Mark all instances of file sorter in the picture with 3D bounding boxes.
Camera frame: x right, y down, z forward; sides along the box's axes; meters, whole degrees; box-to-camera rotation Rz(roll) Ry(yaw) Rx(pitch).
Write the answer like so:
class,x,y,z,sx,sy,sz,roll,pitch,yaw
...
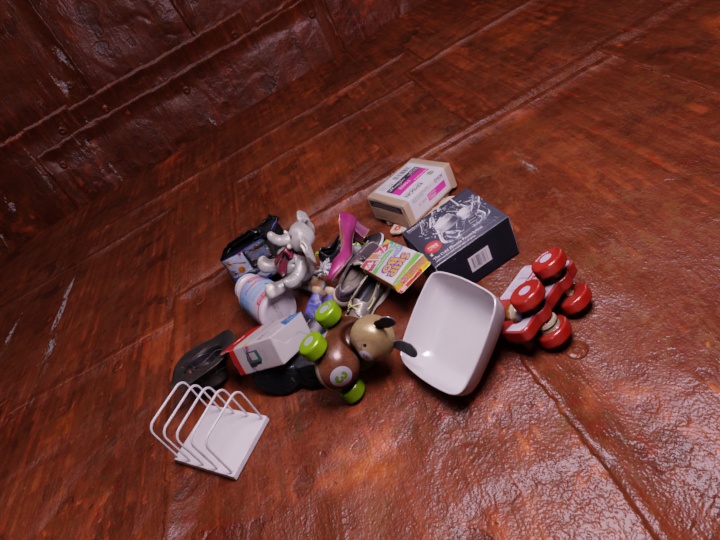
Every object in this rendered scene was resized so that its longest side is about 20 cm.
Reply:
class,x,y,z,sx,sy,sz,roll,pitch,yaw
file sorter,-0.325,0.330,1.150,0.195,0.126,0.141,-1,44,35

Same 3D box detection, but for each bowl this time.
class,x,y,z,sx,sy,sz,roll,pitch,yaw
bowl,0.178,0.120,1.021,0.198,0.073,0.205,25,94,53

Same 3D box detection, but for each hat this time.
class,x,y,z,sx,sy,sz,roll,pitch,yaw
hat,-0.369,0.239,1.323,0.196,0.082,0.202,-27,21,11

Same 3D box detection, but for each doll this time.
class,x,y,z,sx,sy,sz,roll,pitch,yaw
doll,-0.122,0.133,1.304,0.132,0.049,0.204,1,52,26

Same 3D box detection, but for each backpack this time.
class,x,y,z,sx,sy,sz,roll,pitch,yaw
backpack,-0.306,-0.050,1.571,0.186,0.158,0.201,-22,15,11

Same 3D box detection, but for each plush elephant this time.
class,x,y,z,sx,sy,sz,roll,pitch,yaw
plush elephant,-0.165,-0.048,1.325,0.193,0.159,0.166,-10,34,-6

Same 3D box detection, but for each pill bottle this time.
class,x,y,z,sx,sy,sz,roll,pitch,yaw
pill bottle,-0.256,0.076,1.421,0.108,0.110,0.198,-42,36,-17

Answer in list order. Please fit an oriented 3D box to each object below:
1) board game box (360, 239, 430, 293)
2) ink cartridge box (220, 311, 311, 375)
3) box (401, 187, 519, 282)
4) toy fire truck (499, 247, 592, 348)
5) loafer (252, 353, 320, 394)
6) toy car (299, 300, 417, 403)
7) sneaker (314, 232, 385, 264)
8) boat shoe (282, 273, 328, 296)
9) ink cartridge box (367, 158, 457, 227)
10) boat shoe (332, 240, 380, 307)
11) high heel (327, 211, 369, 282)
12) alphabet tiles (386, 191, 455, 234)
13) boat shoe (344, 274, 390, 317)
class,x,y,z,sx,sy,sz,roll,pitch,yaw
board game box,0.075,-0.012,1.219,0.095,0.030,0.199,-45,29,-8
ink cartridge box,-0.215,0.170,1.226,0.197,0.069,0.116,-21,12,40
box,0.224,-0.065,1.238,0.197,0.105,0.183,-33,34,-4
toy fire truck,0.325,0.057,1.030,0.201,0.113,0.167,-48,13,-23
loafer,-0.149,0.224,1.207,0.194,0.075,0.073,-10,24,20
toy car,0.011,0.148,1.052,0.196,0.165,0.160,-16,35,39
sneaker,-0.029,-0.060,1.440,0.195,0.084,0.073,-24,35,9
boat shoe,-0.158,0.011,1.464,0.075,0.069,0.197,-45,37,-21
ink cartridge box,0.141,-0.219,1.492,0.199,0.076,0.163,-42,34,-20
boat shoe,0.000,0.000,1.336,0.201,0.071,0.065,-53,-2,-30
high heel,-0.057,-0.061,1.370,0.202,0.095,0.068,-57,-2,-39
alphabet tiles,0.167,-0.163,1.479,0.195,0.015,0.198,0,43,37
boat shoe,0.000,0.084,1.261,0.071,0.061,0.204,5,49,40
